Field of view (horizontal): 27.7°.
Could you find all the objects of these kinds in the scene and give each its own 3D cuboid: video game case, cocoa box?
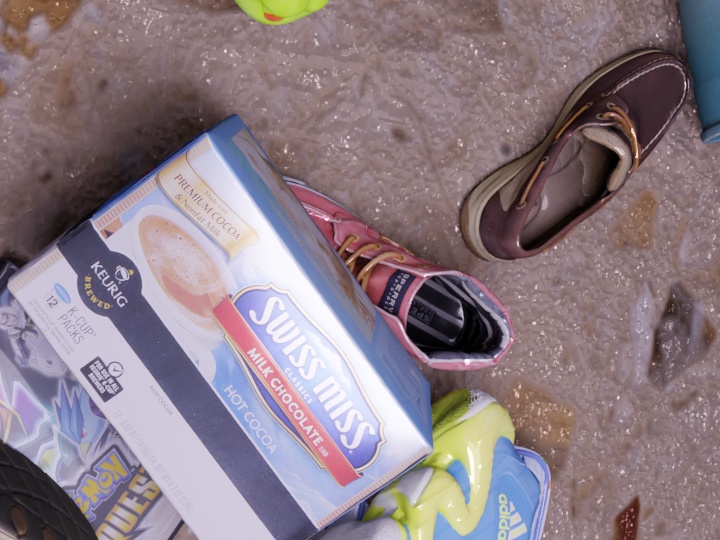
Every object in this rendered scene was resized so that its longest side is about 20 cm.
[{"bbox_3d":[-0.193,0.127,0.830,0.180,0.025,0.201,41,78,-24],"label":"video game case"},{"bbox_3d":[-0.066,0.036,0.783,0.131,0.133,0.201,-35,98,8],"label":"cocoa box"}]

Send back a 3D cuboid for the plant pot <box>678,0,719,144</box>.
[{"bbox_3d":[0.293,-0.203,0.952,0.198,0.200,0.190,-16,88,-24],"label":"plant pot"}]

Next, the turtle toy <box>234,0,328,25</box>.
[{"bbox_3d":[-0.041,-0.239,0.823,0.144,0.101,0.202,6,93,-27],"label":"turtle toy"}]

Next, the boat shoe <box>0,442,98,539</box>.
[{"bbox_3d":[-0.226,0.127,0.766,0.074,0.076,0.199,-44,125,14],"label":"boat shoe"}]

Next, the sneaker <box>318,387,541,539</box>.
[{"bbox_3d":[0.040,0.169,0.839,0.105,0.076,0.200,47,70,-16],"label":"sneaker"}]

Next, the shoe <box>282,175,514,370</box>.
[{"bbox_3d":[0.000,0.000,0.875,0.199,0.091,0.072,29,83,-26],"label":"shoe"}]

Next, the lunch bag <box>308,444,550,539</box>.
[{"bbox_3d":[0.039,0.197,0.927,0.159,0.075,0.202,14,88,-29],"label":"lunch bag"}]

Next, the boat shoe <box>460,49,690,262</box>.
[{"bbox_3d":[0.156,-0.074,0.955,0.199,0.072,0.073,-38,111,-19],"label":"boat shoe"}]
